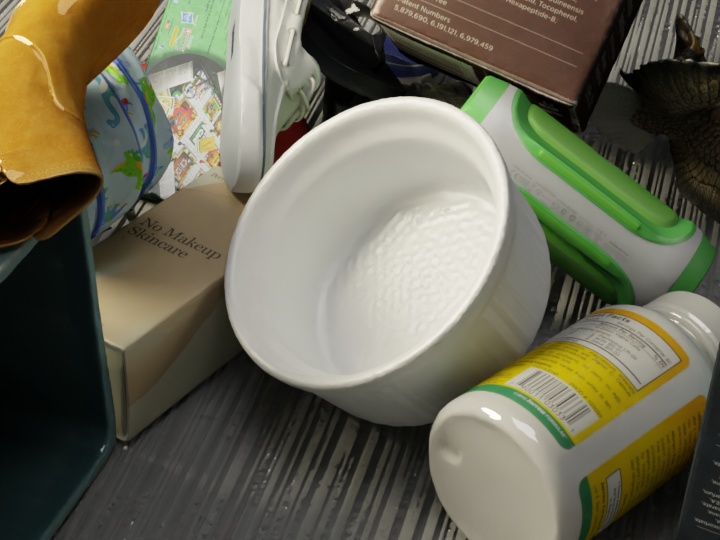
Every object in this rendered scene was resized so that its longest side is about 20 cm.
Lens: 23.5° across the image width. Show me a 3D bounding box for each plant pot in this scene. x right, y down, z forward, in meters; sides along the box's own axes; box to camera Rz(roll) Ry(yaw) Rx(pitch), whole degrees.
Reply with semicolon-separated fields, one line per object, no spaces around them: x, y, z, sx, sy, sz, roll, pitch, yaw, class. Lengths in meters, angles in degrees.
-0.278;0.065;0.983;0.199;0.197;0.196;10;36;17;plant pot

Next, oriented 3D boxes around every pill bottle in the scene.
0.145;0.088;1.051;0.200;0.113;0.113;-29;48;-36;pill bottle

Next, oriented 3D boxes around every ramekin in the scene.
0.022;0.000;1.090;0.200;0.098;0.201;-16;56;25;ramekin

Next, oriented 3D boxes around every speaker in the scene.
0.145;-0.046;1.199;0.200;0.088;0.088;37;41;-1;speaker

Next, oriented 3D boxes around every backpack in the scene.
-0.211;-0.080;1.124;0.153;0.164;0.200;-23;3;-16;backpack

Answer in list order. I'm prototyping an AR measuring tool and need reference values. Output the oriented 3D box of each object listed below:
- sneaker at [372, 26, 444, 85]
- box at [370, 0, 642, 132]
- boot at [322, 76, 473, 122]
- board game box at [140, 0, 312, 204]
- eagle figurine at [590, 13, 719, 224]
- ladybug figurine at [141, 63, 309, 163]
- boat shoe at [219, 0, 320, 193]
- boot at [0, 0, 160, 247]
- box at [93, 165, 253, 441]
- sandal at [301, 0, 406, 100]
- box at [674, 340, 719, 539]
0.058;-0.242;1.488;0.080;0.115;0.199;16;38;17;sneaker
0.128;-0.230;1.271;0.164;0.200;0.166;25;3;9;box
0.041;-0.106;1.337;0.130;0.068;0.200;1;30;-6;boot
-0.108;-0.137;1.275;0.104;0.023;0.201;16;72;1;board game box
0.266;-0.122;1.316;0.151;0.151;0.200;14;28;-6;eagle figurine
-0.130;-0.113;1.330;0.199;0.072;0.136;4;36;-2;ladybug figurine
-0.060;-0.138;1.216;0.065;0.074;0.201;9;57;-12;boat shoe
-0.169;-0.086;0.960;0.201;0.071;0.144;-34;46;-14;boot
-0.124;0.017;1.148;0.095;0.078;0.200;23;40;25;box
-0.021;-0.199;1.342;0.076;0.043;0.200;12;35;-40;sandal
0.259;0.090;0.986;0.107;0.200;0.148;18;37;19;box
